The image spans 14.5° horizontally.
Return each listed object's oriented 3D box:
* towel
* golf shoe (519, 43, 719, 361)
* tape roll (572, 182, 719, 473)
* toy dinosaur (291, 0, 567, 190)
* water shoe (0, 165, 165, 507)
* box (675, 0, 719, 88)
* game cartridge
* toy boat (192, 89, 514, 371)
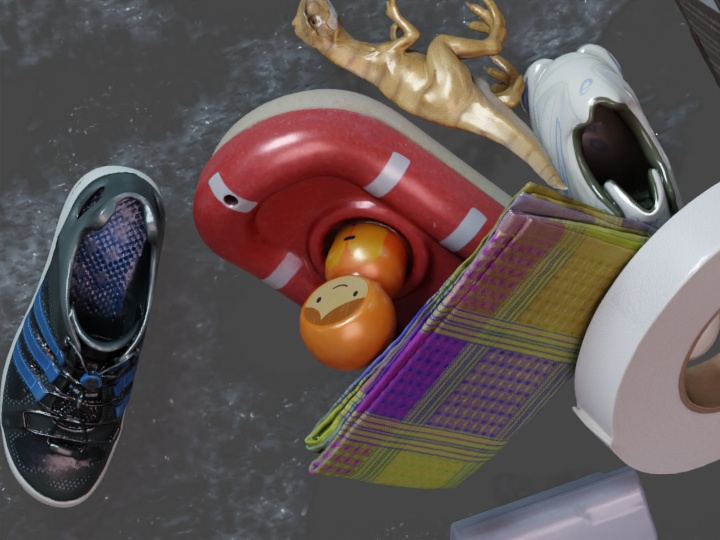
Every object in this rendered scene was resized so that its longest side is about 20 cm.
[{"bbox_3d":[0.070,0.040,1.511,0.144,0.023,0.200,12,124,-49],"label":"towel"},{"bbox_3d":[0.149,-0.025,1.571,0.078,0.097,0.200,-29,109,-1],"label":"golf shoe"},{"bbox_3d":[0.206,0.027,1.564,0.203,0.037,0.203,-27,143,-23],"label":"tape roll"},{"bbox_3d":[0.054,-0.093,1.528,0.200,0.106,0.060,30,136,23],"label":"toy dinosaur"},{"bbox_3d":[-0.155,0.042,1.554,0.071,0.079,0.200,9,104,-10],"label":"water shoe"},{"bbox_3d":[0.262,-0.193,1.502,0.200,0.166,0.164,-29,107,2],"label":"box"},{"bbox_3d":[0.128,0.226,1.670,0.133,0.040,0.200,-19,107,1],"label":"game cartridge"},{"bbox_3d":[0.000,0.000,1.523,0.200,0.131,0.131,35,130,-15],"label":"toy boat"}]
